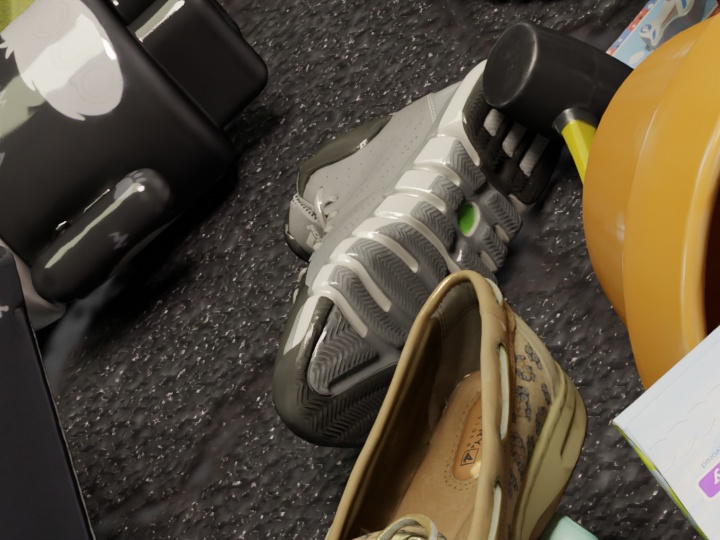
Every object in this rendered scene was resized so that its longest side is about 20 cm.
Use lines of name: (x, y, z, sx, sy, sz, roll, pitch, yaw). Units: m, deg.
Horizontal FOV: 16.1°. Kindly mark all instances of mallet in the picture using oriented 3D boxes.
mallet: (0.104, -0.016, 0.982, 0.041, 0.065, 0.201, -50, 42, 31)

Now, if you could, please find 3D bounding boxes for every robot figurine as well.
robot figurine: (-0.140, -0.057, 1.214, 0.200, 0.125, 0.150, -41, -2, 4)

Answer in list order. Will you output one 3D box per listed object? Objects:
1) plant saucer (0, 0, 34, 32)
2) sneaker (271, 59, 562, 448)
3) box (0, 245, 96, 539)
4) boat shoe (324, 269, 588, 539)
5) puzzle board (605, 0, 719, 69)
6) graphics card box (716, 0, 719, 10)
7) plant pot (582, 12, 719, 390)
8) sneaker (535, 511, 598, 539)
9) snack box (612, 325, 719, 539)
plant saucer: (-0.152, -0.194, 1.446, 0.199, 0.048, 0.200, -34, 34, 15)
sneaker: (0.000, 0.000, 1.051, 0.115, 0.075, 0.200, -11, 35, 47)
box: (-0.204, 0.087, 1.025, 0.117, 0.198, 0.199, -26, 23, -30)
boat shoe: (0.015, 0.082, 0.776, 0.073, 0.063, 0.201, -16, 30, 28)
puzzle board: (0.197, -0.139, 1.031, 0.200, 0.017, 0.150, -50, 33, -9)
graphics card box: (0.188, -0.166, 1.011, 0.125, 0.051, 0.201, -33, 36, 18)
plant pot: (0.157, -0.013, 0.791, 0.200, 0.200, 0.183, -47, 17, -5)
sneaker: (0.052, 0.157, 0.799, 0.140, 0.078, 0.200, -49, 32, -10)
snack box: (0.187, 0.056, 0.651, 0.169, 0.200, 0.068, -42, 32, 3)
